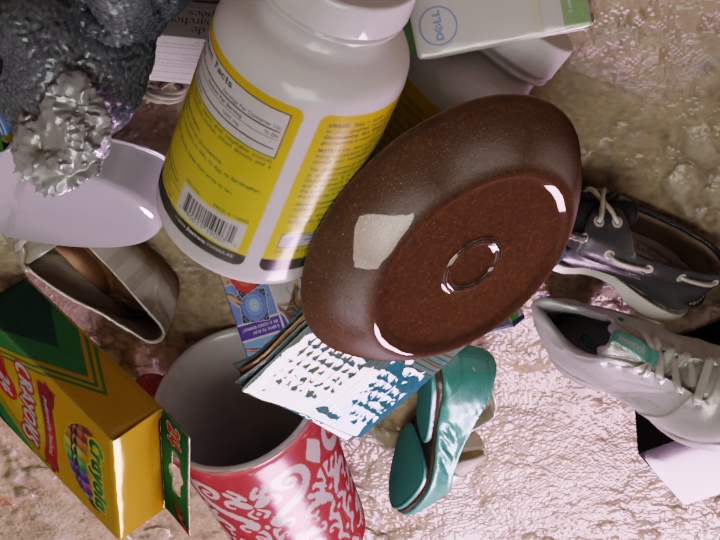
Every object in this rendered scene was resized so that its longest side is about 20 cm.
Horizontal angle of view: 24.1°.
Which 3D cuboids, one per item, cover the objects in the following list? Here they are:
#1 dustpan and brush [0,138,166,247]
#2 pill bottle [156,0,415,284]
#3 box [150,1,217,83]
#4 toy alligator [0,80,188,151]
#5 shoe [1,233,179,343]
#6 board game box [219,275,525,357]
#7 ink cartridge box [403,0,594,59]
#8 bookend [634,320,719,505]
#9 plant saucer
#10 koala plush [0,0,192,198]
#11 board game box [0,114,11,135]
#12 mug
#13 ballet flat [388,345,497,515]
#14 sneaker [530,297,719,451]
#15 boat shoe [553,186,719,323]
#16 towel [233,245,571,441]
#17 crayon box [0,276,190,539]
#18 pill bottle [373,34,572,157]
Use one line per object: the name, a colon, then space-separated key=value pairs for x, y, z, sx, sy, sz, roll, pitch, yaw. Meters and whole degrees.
dustpan and brush: x=-0.148 y=-0.053 z=1.132 sx=0.199 sy=0.057 sz=0.140 roll=13 pitch=156 yaw=-12
pill bottle: x=-0.039 y=-0.097 z=0.944 sx=0.112 sy=0.113 sz=0.200 roll=16 pitch=133 yaw=-11
box: x=-0.142 y=-0.150 z=1.084 sx=0.199 sy=0.039 sz=0.042 roll=5 pitch=137 yaw=0
toy alligator: x=-0.210 y=-0.103 z=1.123 sx=0.199 sy=0.059 sz=0.054 roll=1 pitch=136 yaw=4
shoe: x=-0.205 y=-0.017 z=1.215 sx=0.070 sy=0.054 sz=0.200 roll=-28 pitch=127 yaw=29
board game box: x=0.000 y=0.000 z=1.175 sx=0.199 sy=0.034 sz=0.136 roll=-17 pitch=94 yaw=22
ink cartridge box: x=0.025 y=-0.193 z=0.969 sx=0.199 sy=0.048 sz=0.146 roll=-10 pitch=98 yaw=13
bookend: x=0.295 y=0.131 z=1.221 sx=0.198 sy=0.201 sz=0.092 roll=-25 pitch=129 yaw=26
plant saucer: x=0.059 y=-0.013 z=1.003 sx=0.200 sy=0.037 sz=0.201 roll=-24 pitch=143 yaw=-20
koala plush: x=-0.157 y=-0.153 z=0.963 sx=0.183 sy=0.178 sz=0.201 roll=12 pitch=116 yaw=-17
board game box: x=-0.318 y=-0.162 z=1.046 sx=0.199 sy=0.037 sz=0.152 roll=10 pitch=138 yaw=22
mug: x=-0.082 y=0.145 z=1.348 sx=0.133 sy=0.177 sz=0.200 roll=-36 pitch=139 yaw=-13
ballet flat: x=0.071 y=0.131 z=1.340 sx=0.070 sy=0.068 sz=0.200 roll=-2 pitch=140 yaw=-13
sneaker: x=0.206 y=0.067 z=1.189 sx=0.199 sy=0.075 sz=0.088 roll=18 pitch=166 yaw=33
boat shoe: x=0.171 y=-0.026 z=1.161 sx=0.200 sy=0.074 sz=0.060 roll=29 pitch=131 yaw=-27
towel: x=0.029 y=0.025 z=1.076 sx=0.200 sy=0.022 sz=0.147 roll=-43 pitch=144 yaw=11
crayon box: x=-0.206 y=0.113 z=1.264 sx=0.200 sy=0.051 sz=0.127 roll=39 pitch=145 yaw=29
pill bottle: x=0.040 y=-0.090 z=1.062 sx=0.111 sy=0.111 sz=0.200 roll=29 pitch=115 yaw=-23
